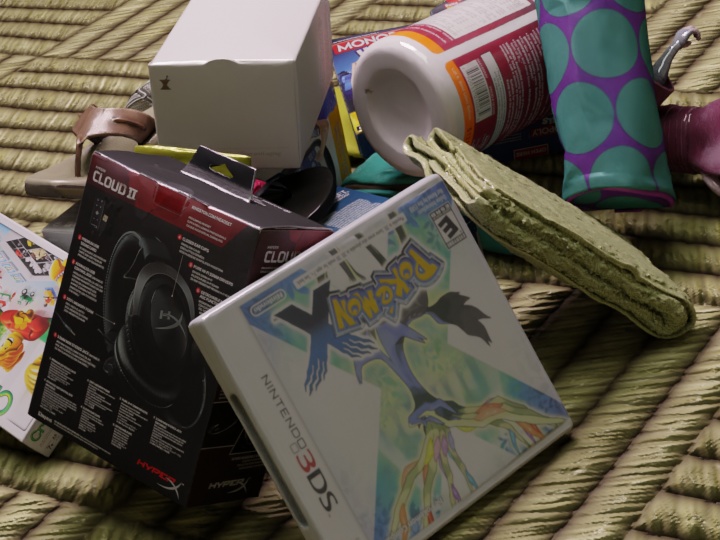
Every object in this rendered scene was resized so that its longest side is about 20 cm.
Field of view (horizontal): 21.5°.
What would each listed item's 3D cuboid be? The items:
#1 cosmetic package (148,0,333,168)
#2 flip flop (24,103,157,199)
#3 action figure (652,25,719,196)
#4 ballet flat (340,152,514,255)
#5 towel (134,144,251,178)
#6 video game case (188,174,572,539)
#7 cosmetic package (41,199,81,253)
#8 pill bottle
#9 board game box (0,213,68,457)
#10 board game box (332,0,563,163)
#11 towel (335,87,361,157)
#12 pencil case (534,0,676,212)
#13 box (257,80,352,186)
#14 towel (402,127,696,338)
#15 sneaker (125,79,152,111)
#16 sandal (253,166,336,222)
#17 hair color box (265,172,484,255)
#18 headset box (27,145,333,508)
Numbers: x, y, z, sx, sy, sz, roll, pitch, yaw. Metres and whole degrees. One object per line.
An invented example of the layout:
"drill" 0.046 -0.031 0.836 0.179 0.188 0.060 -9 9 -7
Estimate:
"cosmetic package" -0.083 -0.148 1.394 0.107 0.085 0.200 1 26 8
"flip flop" -0.182 -0.106 1.440 0.081 0.058 0.200 8 33 39
"action figure" 0.251 -0.092 1.438 0.199 0.134 0.149 5 58 29
"ballet flat" 0.071 -0.062 1.455 0.199 0.067 0.071 11 54 41
"towel" -0.116 0.020 1.250 0.086 0.201 0.018 7 9 17
"video game case" 0.018 0.064 1.130 0.200 0.183 0.022 -32 6 -34
"cosmetic package" -0.145 -0.032 1.460 0.090 0.107 0.200 4 33 35
"pill bottle" 0.097 -0.155 1.455 0.200 0.110 0.109 -28 30 -37
"board game box" -0.254 0.035 1.358 0.200 0.035 0.127 27 81 40
"board game box" 0.079 -0.166 1.617 0.199 0.062 0.200 -11 38 -4
"towel" -0.039 -0.136 1.699 0.199 0.018 0.086 17 43 43
"pencil case" 0.176 -0.140 1.385 0.085 0.201 0.092 -8 -10 8
"box" -0.073 -0.052 1.451 0.041 0.120 0.200 5 32 30
"towel" 0.127 -0.027 1.281 0.037 0.199 0.148 -57 25 12
"sneaker" -0.155 -0.121 1.667 0.085 0.078 0.200 -28 31 -27
"sandal" -0.108 -0.036 1.299 0.199 0.045 0.075 -19 28 -13
"hair color box" 0.000 0.000 1.339 0.199 0.100 0.060 15 39 43
"headset box" -0.112 0.024 1.180 0.148 0.201 0.077 23 13 34
